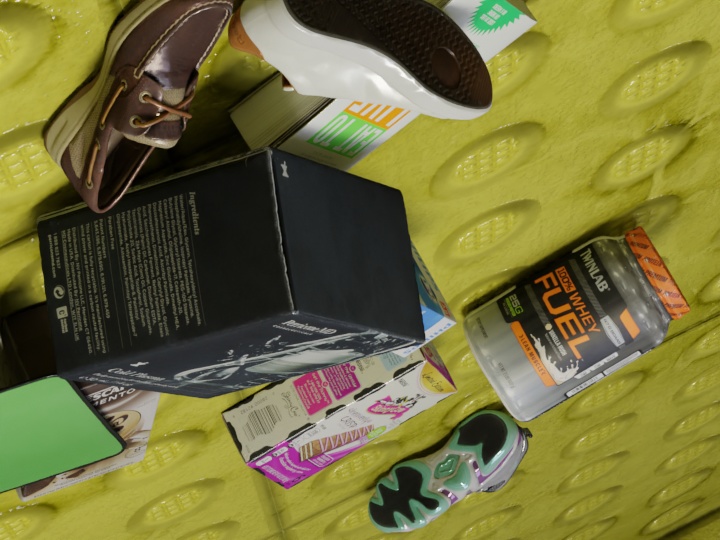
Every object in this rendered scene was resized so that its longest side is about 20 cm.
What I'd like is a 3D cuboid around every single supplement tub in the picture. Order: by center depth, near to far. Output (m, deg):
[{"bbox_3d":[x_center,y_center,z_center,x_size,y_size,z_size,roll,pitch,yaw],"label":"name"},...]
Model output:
[{"bbox_3d":[0.209,0.048,2.212,0.200,0.123,0.123,-32,159,8],"label":"supplement tub"}]

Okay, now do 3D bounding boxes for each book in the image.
[{"bbox_3d":[0.020,-0.143,1.642,0.200,0.048,0.134,-38,159,15],"label":"book"}]

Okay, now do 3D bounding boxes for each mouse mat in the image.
[{"bbox_3d":[-0.275,0.132,1.749,0.160,0.008,0.200,-18,156,2],"label":"mouse mat"}]

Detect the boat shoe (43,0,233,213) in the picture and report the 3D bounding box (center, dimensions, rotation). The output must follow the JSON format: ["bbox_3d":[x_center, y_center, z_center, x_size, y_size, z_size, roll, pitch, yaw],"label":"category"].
[{"bbox_3d":[-0.133,-0.110,1.474,0.072,0.072,0.200,-5,150,-46],"label":"boat shoe"}]

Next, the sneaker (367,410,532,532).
[{"bbox_3d":[0.112,0.238,2.596,0.200,0.078,0.140,-33,158,15],"label":"sneaker"}]

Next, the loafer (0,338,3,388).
[{"bbox_3d":[-0.295,0.063,1.679,0.075,0.068,0.200,-23,159,-14],"label":"loafer"}]

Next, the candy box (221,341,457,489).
[{"bbox_3d":[-0.017,0.127,2.195,0.200,0.061,0.136,-31,159,6],"label":"candy box"}]

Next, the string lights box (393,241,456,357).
[{"bbox_3d":[0.000,0.000,1.859,0.059,0.103,0.200,-34,159,13],"label":"string lights box"}]

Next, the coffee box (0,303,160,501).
[{"bbox_3d":[-0.227,0.098,1.831,0.113,0.080,0.200,-19,157,-20],"label":"coffee box"}]

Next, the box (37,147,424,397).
[{"bbox_3d":[-0.090,0.007,1.636,0.196,0.125,0.200,-17,165,26],"label":"box"}]

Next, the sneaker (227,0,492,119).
[{"bbox_3d":[-0.002,-0.146,1.537,0.199,0.073,0.085,22,148,-35],"label":"sneaker"}]
